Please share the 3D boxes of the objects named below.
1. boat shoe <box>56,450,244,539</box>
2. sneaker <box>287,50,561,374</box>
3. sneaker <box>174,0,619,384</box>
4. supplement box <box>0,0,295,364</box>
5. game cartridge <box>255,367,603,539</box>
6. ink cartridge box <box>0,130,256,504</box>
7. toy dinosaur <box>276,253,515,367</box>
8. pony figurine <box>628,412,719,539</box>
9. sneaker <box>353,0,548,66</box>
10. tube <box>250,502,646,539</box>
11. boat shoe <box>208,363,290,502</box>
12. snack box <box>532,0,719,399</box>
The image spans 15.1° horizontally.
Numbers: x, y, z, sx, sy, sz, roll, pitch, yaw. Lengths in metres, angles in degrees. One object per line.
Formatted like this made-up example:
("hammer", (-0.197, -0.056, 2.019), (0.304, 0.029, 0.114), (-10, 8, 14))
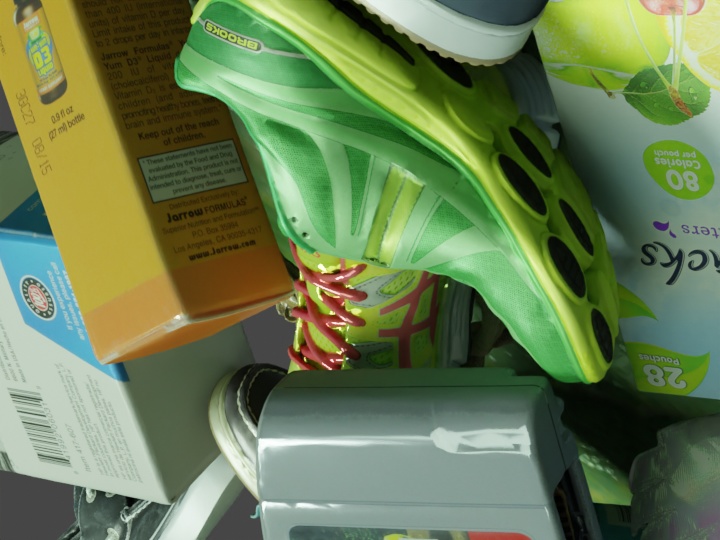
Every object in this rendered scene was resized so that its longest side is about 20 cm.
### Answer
("boat shoe", (-0.107, 0.114, 1.320), (0.068, 0.072, 0.200), (39, 146, -1))
("sneaker", (0.000, 0.000, 1.056), (0.078, 0.090, 0.200), (31, 106, 44))
("sneaker", (0.016, -0.033, 0.981), (0.200, 0.074, 0.084), (45, 119, -5))
("supplement box", (-0.098, -0.069, 1.092), (0.067, 0.069, 0.200), (-25, 84, 47))
("game cartridge", (0.034, 0.129, 1.043), (0.133, 0.041, 0.200), (0, 120, 32))
("ink cartridge box", (-0.160, 0.014, 1.247), (0.200, 0.084, 0.146), (8, 130, 37))
("toy dinosaur", (0.035, 0.042, 1.123), (0.200, 0.058, 0.101), (51, 120, 36))
("pony figurine", (0.177, 0.125, 1.005), (0.193, 0.200, 0.167), (-22, 85, 30))
("sneaker", (-0.010, -0.158, 0.904), (0.200, 0.070, 0.109), (30, 138, -4))
("tube", (0.054, 0.114, 1.148), (0.200, 0.050, 0.077), (9, 166, -3))
("boat shoe", (0.023, 0.104, 1.213), (0.200, 0.072, 0.065), (42, 134, -8))
("snack box", (0.163, -0.043, 0.978), (0.169, 0.068, 0.200), (4, 129, 34))
